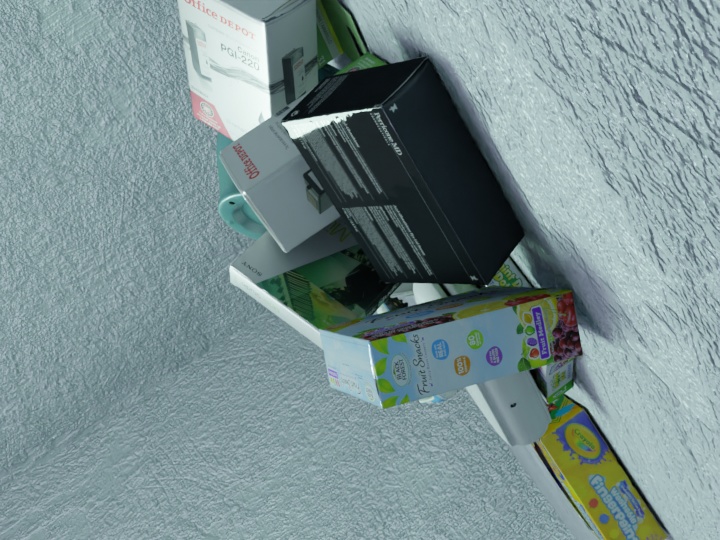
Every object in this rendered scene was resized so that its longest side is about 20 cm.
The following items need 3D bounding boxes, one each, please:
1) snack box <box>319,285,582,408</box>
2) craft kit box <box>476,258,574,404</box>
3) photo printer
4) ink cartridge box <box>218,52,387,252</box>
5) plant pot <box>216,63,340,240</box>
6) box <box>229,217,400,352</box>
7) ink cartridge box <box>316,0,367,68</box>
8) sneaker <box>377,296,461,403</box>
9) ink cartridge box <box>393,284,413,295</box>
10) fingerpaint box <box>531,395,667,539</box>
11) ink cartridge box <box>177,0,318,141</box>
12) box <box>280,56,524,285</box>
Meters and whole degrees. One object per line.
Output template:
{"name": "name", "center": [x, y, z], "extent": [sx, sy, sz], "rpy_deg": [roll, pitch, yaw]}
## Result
{"name": "snack box", "center": [0.079, 0.067, 1.007], "extent": [0.169, 0.199, 0.068], "rpy_deg": [-177, 76, -74]}
{"name": "craft kit box", "center": [0.173, 0.045, 1.231], "extent": [0.200, 0.048, 0.198], "rpy_deg": [55, 175, 22]}
{"name": "photo printer", "center": [0.135, 0.089, 1.225], "extent": [0.200, 0.069, 0.167], "rpy_deg": [58, 179, -43]}
{"name": "ink cartridge box", "center": [-0.034, -0.127, 1.111], "extent": [0.084, 0.200, 0.146], "rpy_deg": [57, 178, -28]}
{"name": "plant pot", "center": [-0.100, -0.144, 1.379], "extent": [0.200, 0.199, 0.189], "rpy_deg": [59, -141, -58]}
{"name": "box", "center": [-0.022, -0.020, 1.141], "extent": [0.144, 0.200, 0.036], "rpy_deg": [34, 152, 18]}
{"name": "ink cartridge box", "center": [-0.054, -0.288, 1.227], "extent": [0.200, 0.048, 0.146], "rpy_deg": [58, 179, 35]}
{"name": "sneaker", "center": [0.065, 0.105, 1.318], "extent": [0.200, 0.072, 0.072], "rpy_deg": [54, -174, -43]}
{"name": "ink cartridge box", "center": [0.000, 0.000, 1.366], "extent": [0.146, 0.199, 0.084], "rpy_deg": [124, 135, -84]}
{"name": "fingerpaint box", "center": [0.297, 0.268, 1.411], "extent": [0.200, 0.073, 0.167], "rpy_deg": [56, 178, -6]}
{"name": "ink cartridge box", "center": [-0.124, -0.240, 1.205], "extent": [0.145, 0.085, 0.201], "rpy_deg": [32, 143, 26]}
{"name": "box", "center": [0.040, -0.084, 0.983], "extent": [0.141, 0.079, 0.200], "rpy_deg": [4, 134, 50]}
